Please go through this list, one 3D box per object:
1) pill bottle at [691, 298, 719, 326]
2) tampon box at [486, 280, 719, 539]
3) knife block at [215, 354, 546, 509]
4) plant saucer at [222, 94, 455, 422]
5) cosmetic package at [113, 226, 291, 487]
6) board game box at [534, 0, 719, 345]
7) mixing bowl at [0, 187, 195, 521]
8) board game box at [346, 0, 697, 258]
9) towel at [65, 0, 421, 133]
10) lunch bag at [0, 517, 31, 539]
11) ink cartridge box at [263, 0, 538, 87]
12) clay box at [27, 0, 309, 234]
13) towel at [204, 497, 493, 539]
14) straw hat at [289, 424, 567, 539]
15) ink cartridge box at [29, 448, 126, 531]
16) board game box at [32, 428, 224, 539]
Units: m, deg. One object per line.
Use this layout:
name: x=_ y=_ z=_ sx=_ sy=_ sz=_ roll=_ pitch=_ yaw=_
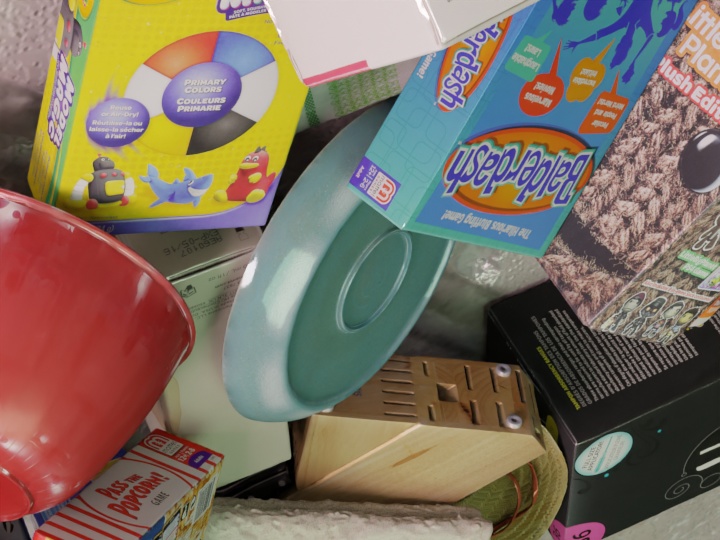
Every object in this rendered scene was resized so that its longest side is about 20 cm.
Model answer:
pill bottle: x=0.234 y=-0.070 z=1.191 sx=0.109 sy=0.110 sz=0.200 roll=10 pitch=128 yaw=-44
tampon box: x=0.200 y=0.077 z=1.332 sx=0.199 sy=0.127 sz=0.150 roll=-22 pitch=145 yaw=-13
knife block: x=0.000 y=0.135 z=1.199 sx=0.198 sy=0.064 sz=0.177 roll=5 pitch=129 yaw=-9
plant saucer: x=0.000 y=0.000 z=1.038 sx=0.200 sy=0.027 sz=0.201 roll=-44 pitch=152 yaw=-31
cosmetic package: x=-0.093 y=0.024 z=1.064 sx=0.073 sy=0.104 sz=0.201 roll=-20 pitch=143 yaw=-14
board game box: x=0.174 y=-0.086 z=1.072 sx=0.200 sy=0.160 sz=0.097 roll=-47 pitch=149 yaw=21
mixing bowl: x=-0.188 y=0.053 z=0.931 sx=0.198 sy=0.109 sz=0.201 roll=11 pitch=152 yaw=6
board game box: x=0.094 y=-0.107 z=0.978 sx=0.152 sy=0.045 sz=0.201 roll=8 pitch=116 yaw=-57
towel: x=-0.035 y=-0.127 z=0.931 sx=0.199 sy=0.031 sz=0.150 roll=-21 pitch=141 yaw=-6
lunch bag: x=-0.255 y=0.145 z=1.029 sx=0.124 sy=0.171 sz=0.199 roll=-41 pitch=147 yaw=22
ink cartridge box: x=0.067 y=-0.157 z=0.784 sx=0.199 sy=0.083 sz=0.146 roll=-29 pitch=-171 yaw=-21
clay box: x=-0.078 y=-0.103 z=0.872 sx=0.114 sy=0.048 sz=0.201 roll=-5 pitch=138 yaw=-25
towel: x=-0.020 y=0.200 z=1.148 sx=0.198 sy=0.034 sz=0.134 roll=6 pitch=103 yaw=-20
straw hat: x=0.034 y=0.116 z=1.282 sx=0.199 sy=0.085 sz=0.202 roll=-2 pitch=129 yaw=-2
ink cartridge box: x=-0.150 y=0.211 z=1.222 sx=0.076 sy=0.137 sz=0.201 roll=-23 pitch=145 yaw=-14
board game box: x=-0.139 y=0.203 z=1.012 sx=0.151 sy=0.046 sz=0.202 roll=-40 pitch=147 yaw=-67
